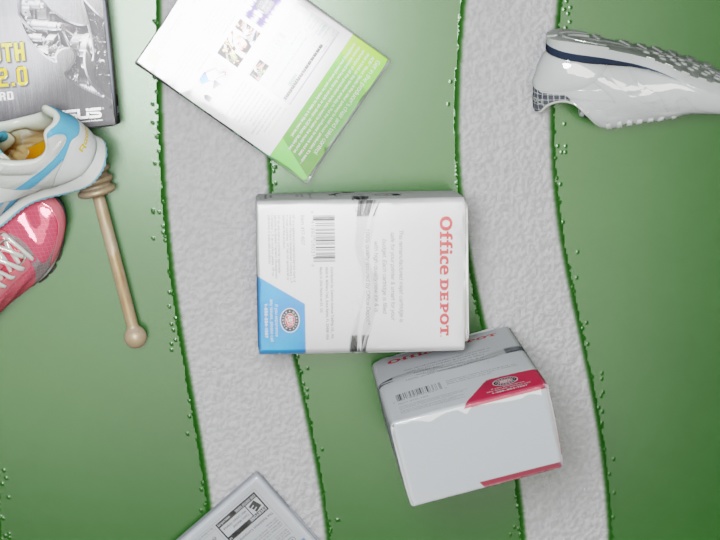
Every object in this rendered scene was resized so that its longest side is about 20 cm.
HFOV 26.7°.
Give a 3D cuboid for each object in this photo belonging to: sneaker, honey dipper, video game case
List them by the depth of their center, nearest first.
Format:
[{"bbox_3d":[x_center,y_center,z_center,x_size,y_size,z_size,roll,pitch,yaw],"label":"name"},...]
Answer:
[{"bbox_3d":[-0.336,-0.091,1.396,0.199,0.077,0.081,-25,144,14],"label":"sneaker"},{"bbox_3d":[-0.347,0.012,1.428,0.074,0.087,0.200,40,94,-9],"label":"sneaker"},{"bbox_3d":[0.264,-0.172,1.452,0.199,0.076,0.081,13,109,0],"label":"sneaker"},{"bbox_3d":[-0.240,-0.021,1.459,0.038,0.038,0.201,-12,103,-1],"label":"honey dipper"},{"bbox_3d":[-0.119,0.332,1.521,0.200,0.022,0.182,-41,98,2],"label":"video game case"}]

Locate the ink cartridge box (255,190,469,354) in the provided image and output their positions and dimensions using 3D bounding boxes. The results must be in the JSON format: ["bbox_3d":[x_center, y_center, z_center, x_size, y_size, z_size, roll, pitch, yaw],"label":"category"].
[{"bbox_3d":[0.000,0.000,1.447,0.199,0.084,0.147,0,98,-4],"label":"ink cartridge box"}]

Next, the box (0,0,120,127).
[{"bbox_3d":[-0.331,-0.206,1.417,0.199,0.048,0.160,-4,99,-3],"label":"box"}]

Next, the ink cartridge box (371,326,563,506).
[{"bbox_3d":[0.095,0.131,1.415,0.144,0.200,0.084,-15,103,-1],"label":"ink cartridge box"}]

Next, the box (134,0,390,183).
[{"bbox_3d":[-0.092,-0.198,1.440,0.200,0.036,0.145,35,95,-6],"label":"box"}]
